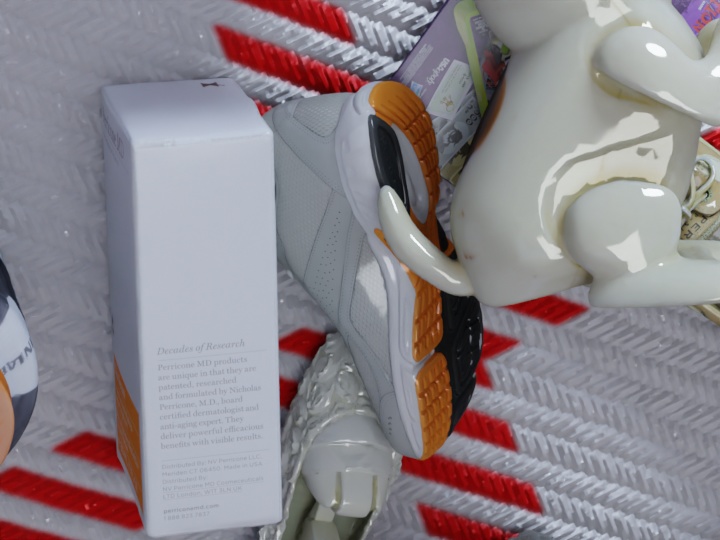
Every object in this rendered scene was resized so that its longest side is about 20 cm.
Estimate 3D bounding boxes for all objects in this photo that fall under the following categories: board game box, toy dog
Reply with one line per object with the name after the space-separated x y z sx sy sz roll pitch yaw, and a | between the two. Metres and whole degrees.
0.106 -0.122 1.219 0.120 0.032 0.200 37 98 -1 | board game box
0.105 -0.088 1.155 0.192 0.140 0.202 -2 95 13 | toy dog

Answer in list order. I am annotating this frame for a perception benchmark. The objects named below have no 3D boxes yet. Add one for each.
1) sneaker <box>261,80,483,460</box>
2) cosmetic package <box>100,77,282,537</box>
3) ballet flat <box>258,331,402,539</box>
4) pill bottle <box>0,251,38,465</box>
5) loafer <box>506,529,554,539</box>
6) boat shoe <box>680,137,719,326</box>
0.000 0.000 1.228 0.091 0.076 0.201 1 113 31 | sneaker
-0.083 0.017 1.195 0.071 0.101 0.202 -5 110 -13 | cosmetic package
-0.015 0.132 1.276 0.071 0.072 0.201 12 105 -19 | ballet flat
-0.204 0.034 1.113 0.105 0.200 0.107 -5 111 -14 | pill bottle
0.140 0.226 1.349 0.070 0.070 0.200 -44 114 3 | loafer
0.189 -0.009 1.281 0.073 0.063 0.201 -43 114 3 | boat shoe
